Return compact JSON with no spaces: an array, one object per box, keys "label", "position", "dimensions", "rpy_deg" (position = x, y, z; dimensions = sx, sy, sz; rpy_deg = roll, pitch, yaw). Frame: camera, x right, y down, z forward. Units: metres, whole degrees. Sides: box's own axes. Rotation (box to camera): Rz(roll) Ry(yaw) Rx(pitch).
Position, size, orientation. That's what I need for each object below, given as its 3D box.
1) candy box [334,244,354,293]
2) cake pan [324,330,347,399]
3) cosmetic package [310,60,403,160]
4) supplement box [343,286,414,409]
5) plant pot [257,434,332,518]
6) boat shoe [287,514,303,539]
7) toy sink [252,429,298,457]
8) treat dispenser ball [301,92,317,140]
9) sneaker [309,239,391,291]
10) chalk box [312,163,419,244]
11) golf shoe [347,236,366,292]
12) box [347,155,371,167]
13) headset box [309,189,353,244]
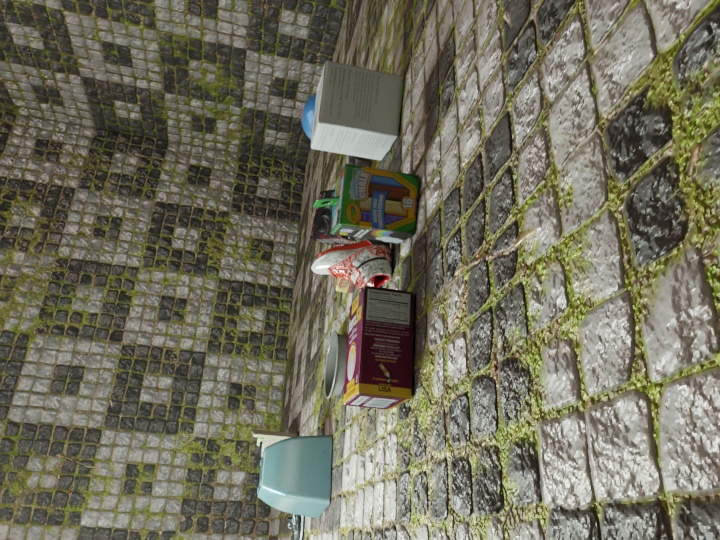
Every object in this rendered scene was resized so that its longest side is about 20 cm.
[{"label":"candy box","position":[-0.042,-0.041,1.727],"dimensions":[0.201,0.056,0.117],"rpy_deg":[-99,21,-52]},{"label":"cake pan","position":[-0.072,0.280,1.694],"dimensions":[0.200,0.036,0.202],"rpy_deg":[-172,90,-79]},{"label":"cosmetic package","position":[-0.013,-0.398,1.451],"dimensions":[0.167,0.198,0.168],"rpy_deg":[141,135,-74]},{"label":"supplement box","position":[0.034,0.148,1.075],"dimensions":[0.131,0.102,0.202],"rpy_deg":[120,156,-64]},{"label":"plant pot","position":[-0.200,0.607,1.699],"dimensions":[0.196,0.198,0.198],"rpy_deg":[112,163,-52]},{"label":"boat shoe","position":[-0.228,0.873,2.013],"dimensions":[0.076,0.060,0.202],"rpy_deg":[133,143,-71]},{"label":"toy sink","position":[-0.374,0.764,2.479],"dimensions":[0.130,0.198,0.113],"rpy_deg":[150,128,-75]},{"label":"treat dispenser ball","position":[-0.120,-0.561,2.119],"dimensions":[0.201,0.199,0.203],"rpy_deg":[-172,90,-79]},{"label":"sneaker","position":[-0.023,0.002,1.293],"dimensions":[0.067,0.200,0.109],"rpy_deg":[46,-148,-56]},{"label":"chalk box","position":[0.005,-0.136,1.168],"dimensions":[0.125,0.198,0.125],"rpy_deg":[154,123,-76]},{"label":"golf shoe","position":[0.000,0.000,1.376],"dimensions":[0.078,0.096,0.202],"rpy_deg":[141,135,-72]},{"label":"box","position":[-0.020,-0.253,1.780],"dimensions":[0.158,0.048,0.202],"rpy_deg":[-123,42,-71]},{"label":"headset box","position":[-0.054,-0.154,1.646],"dimensions":[0.199,0.077,0.150],"rpy_deg":[4,81,57]}]
